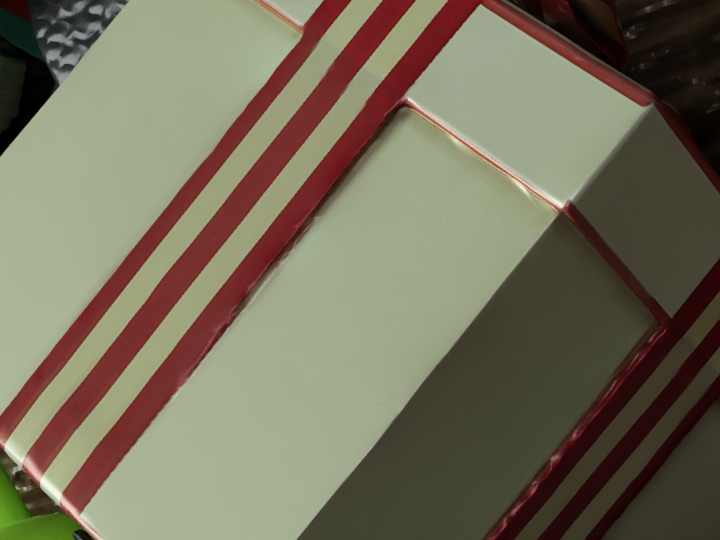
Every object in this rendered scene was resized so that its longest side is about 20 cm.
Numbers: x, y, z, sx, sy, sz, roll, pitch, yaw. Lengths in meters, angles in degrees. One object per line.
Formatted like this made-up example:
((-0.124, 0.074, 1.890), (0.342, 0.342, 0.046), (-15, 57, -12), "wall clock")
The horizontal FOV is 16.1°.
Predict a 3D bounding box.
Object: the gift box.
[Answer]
((0.000, 0.000, 0.676), (0.187, 0.185, 0.200), (-49, 56, -2), "gift box")

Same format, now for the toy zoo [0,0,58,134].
((-0.091, -0.073, 0.861), (0.199, 0.020, 0.132), (30, 103, 30), "toy zoo")

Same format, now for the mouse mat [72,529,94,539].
((0.003, 0.133, 0.680), (0.161, 0.200, 0.008), (40, 85, 16), "mouse mat")

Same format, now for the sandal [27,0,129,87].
((-0.082, -0.123, 0.820), (0.076, 0.043, 0.201), (-25, 75, 4), "sandal")

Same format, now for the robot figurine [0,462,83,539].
((-0.095, 0.155, 0.761), (0.201, 0.115, 0.176), (56, 155, 17), "robot figurine")
